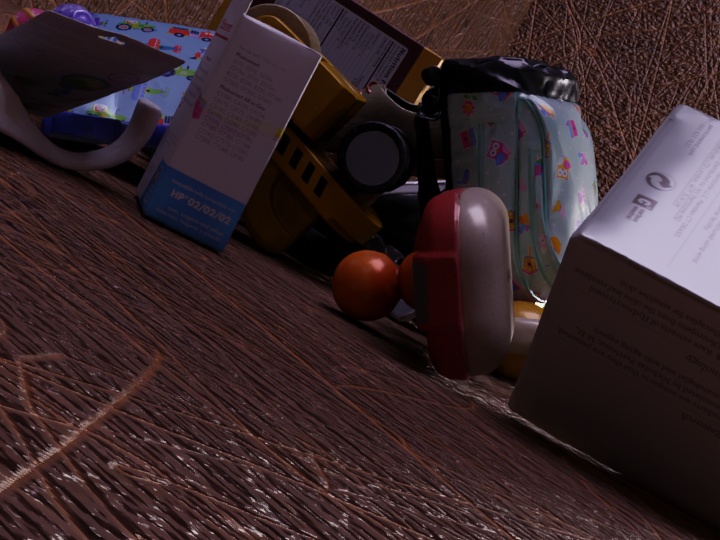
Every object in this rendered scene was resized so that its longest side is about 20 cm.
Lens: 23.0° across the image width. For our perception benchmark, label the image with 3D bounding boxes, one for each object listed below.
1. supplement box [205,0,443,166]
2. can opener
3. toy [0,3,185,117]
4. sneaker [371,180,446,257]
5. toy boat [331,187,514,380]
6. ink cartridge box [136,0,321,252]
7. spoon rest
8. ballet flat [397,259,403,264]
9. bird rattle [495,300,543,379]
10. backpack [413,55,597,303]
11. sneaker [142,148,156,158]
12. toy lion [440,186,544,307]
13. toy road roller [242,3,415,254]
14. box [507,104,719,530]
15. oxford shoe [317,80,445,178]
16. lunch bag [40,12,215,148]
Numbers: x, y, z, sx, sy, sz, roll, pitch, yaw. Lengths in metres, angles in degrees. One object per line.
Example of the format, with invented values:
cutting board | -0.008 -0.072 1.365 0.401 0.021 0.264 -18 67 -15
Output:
supplement box | -0.044 -0.187 1.694 0.199 0.133 0.197 33 -2 -1
can opener | 0.000 0.000 1.496 0.200 0.053 0.067 32 -26 45
toy | -0.229 -0.163 1.301 0.115 0.048 0.199 16 -21 -37
sneaker | 0.033 -0.032 1.662 0.198 0.100 0.071 -3 0 -20
toy boat | 0.044 0.008 1.283 0.129 0.132 0.200 -3 4 7
ink cartridge box | -0.090 -0.124 1.298 0.067 0.201 0.115 26 5 -14
spoon rest | -0.244 -0.111 1.261 0.199 0.061 0.099 10 11 -26
ballet flat | -0.009 -0.024 1.604 0.199 0.047 0.067 27 6 -14
bird rattle | 0.152 0.053 1.436 0.162 0.114 0.200 10 4 -8
backpack | 0.130 -0.073 1.480 0.126 0.202 0.166 -3 -2 36
sneaker | -0.167 -0.109 1.662 0.087 0.075 0.200 -6 16 -2
toy lion | 0.120 -0.013 1.624 0.068 0.192 0.201 9 -46 31
toy road roller | -0.055 -0.104 1.442 0.200 0.146 0.123 49 6 1
box | 0.244 0.032 1.220 0.199 0.172 0.199 28 43 15
oxford shoe | -0.005 -0.133 1.550 0.198 0.075 0.071 8 18 -3
lunch bag | -0.177 -0.143 1.482 0.149 0.095 0.200 8 20 -1
